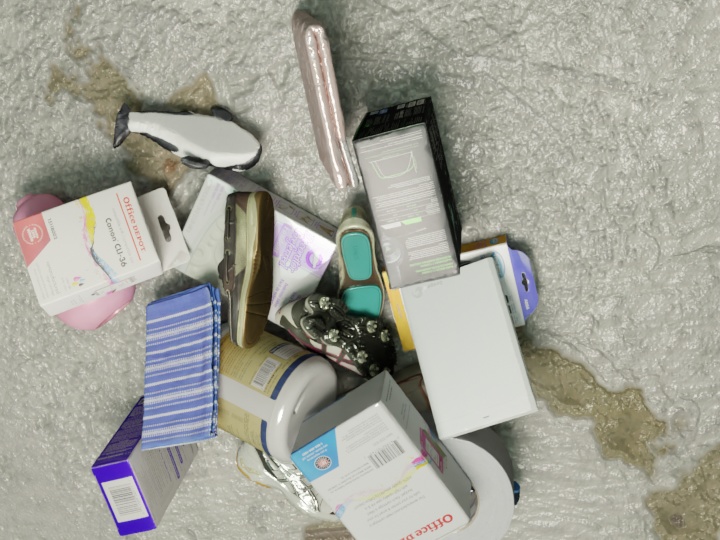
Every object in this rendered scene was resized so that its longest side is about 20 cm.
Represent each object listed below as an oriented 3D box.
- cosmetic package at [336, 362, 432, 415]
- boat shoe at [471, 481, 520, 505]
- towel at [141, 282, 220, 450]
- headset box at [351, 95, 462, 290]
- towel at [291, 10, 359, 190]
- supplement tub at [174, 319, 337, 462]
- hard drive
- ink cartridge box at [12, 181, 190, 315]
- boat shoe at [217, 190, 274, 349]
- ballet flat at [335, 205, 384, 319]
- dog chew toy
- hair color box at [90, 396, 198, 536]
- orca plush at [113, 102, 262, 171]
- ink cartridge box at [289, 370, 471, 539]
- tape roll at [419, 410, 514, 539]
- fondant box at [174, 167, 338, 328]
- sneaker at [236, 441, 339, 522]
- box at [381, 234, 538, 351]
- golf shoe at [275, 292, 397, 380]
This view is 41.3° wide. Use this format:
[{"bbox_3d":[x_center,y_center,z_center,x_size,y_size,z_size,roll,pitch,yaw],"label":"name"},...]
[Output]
[{"bbox_3d":[0.057,0.205,1.338,0.197,0.087,0.105,-25,105,15],"label":"cosmetic package"},{"bbox_3d":[0.132,0.320,1.379,0.196,0.084,0.070,6,94,21],"label":"boat shoe"},{"bbox_3d":[-0.240,0.127,1.257,0.143,0.024,0.205,-15,68,36],"label":"towel"},{"bbox_3d":[0.065,-0.094,1.188,0.091,0.175,0.204,-12,109,11],"label":"headset box"},{"bbox_3d":[-0.045,-0.210,1.151,0.032,0.200,0.195,-14,110,-5],"label":"towel"},{"bbox_3d":[-0.145,0.155,1.293,0.197,0.144,0.147,22,113,27],"label":"supplement tub"},{"bbox_3d":[0.137,0.099,1.224,0.129,0.026,0.204,-19,72,13],"label":"hard drive"},{"bbox_3d":[-0.330,-0.036,1.232,0.197,0.068,0.118,-22,80,-12],"label":"ink cartridge box"},{"bbox_3d":[-0.152,-0.003,1.240,0.063,0.073,0.205,6,90,21],"label":"boat shoe"},{"bbox_3d":[0.000,0.000,1.286,0.066,0.063,0.203,0,132,-1],"label":"ballet flat"},{"bbox_3d":[-0.401,-0.019,1.311,0.124,0.125,0.201,-38,93,18],"label":"dog chew toy"},{"bbox_3d":[-0.300,0.266,1.349,0.063,0.200,0.111,-13,108,14],"label":"hair color box"},{"bbox_3d":[-0.226,-0.157,1.261,0.195,0.107,0.072,1,145,-4],"label":"orca plush"},{"bbox_3d":[0.029,0.253,1.197,0.143,0.085,0.201,-32,104,19],"label":"ink cartridge box"},{"bbox_3d":[0.109,0.292,1.284,0.195,0.066,0.205,2,113,6],"label":"tape roll"},{"bbox_3d":[-0.142,-0.030,1.300,0.197,0.058,0.146,28,110,-3],"label":"fondant box"},{"bbox_3d":[-0.084,0.292,1.396,0.197,0.076,0.089,27,111,-3],"label":"sneaker"},{"bbox_3d":[0.138,0.029,1.293,0.196,0.042,0.121,-13,107,10],"label":"box"},{"bbox_3d":[-0.027,0.091,1.292,0.087,0.078,0.199,-5,146,45],"label":"golf shoe"}]
